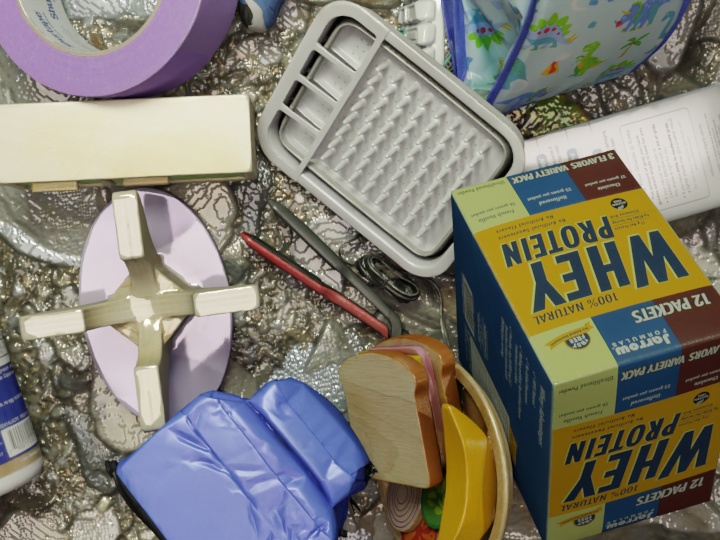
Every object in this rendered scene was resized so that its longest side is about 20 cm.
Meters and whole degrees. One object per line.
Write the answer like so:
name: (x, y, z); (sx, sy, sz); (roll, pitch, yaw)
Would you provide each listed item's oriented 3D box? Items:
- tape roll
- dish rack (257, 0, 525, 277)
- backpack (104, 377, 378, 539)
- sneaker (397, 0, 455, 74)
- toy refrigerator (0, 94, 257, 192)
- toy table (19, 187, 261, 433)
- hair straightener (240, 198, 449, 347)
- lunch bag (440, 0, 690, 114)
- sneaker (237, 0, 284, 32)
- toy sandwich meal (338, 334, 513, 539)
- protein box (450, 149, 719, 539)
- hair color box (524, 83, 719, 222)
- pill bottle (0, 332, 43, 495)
tape roll: (-0.197, -0.236, 0.919); (0.200, 0.066, 0.200); (2, 96, 19)
dish rack: (0.027, -0.106, 0.940); (0.200, 0.044, 0.172); (40, 130, 5)
backpack: (-0.075, 0.174, 0.920); (0.168, 0.200, 0.163); (-34, 80, -6)
sneaker: (0.083, -0.245, 0.968); (0.091, 0.078, 0.200); (2, 98, -18)
toy refrigerator: (-0.186, -0.100, 0.955); (0.200, 0.076, 0.070); (-2, 90, -3)
toy table: (-0.169, 0.032, 0.949); (0.184, 0.117, 0.200); (-19, 94, -1)
hair straightener: (0.000, 0.000, 0.989); (0.200, 0.041, 0.077); (36, 92, -4)
lunch bag: (0.161, -0.218, 0.904); (0.170, 0.127, 0.200); (-18, 138, -21)
sneaker: (-0.044, -0.285, 0.948); (0.077, 0.076, 0.200); (22, 95, 1)
toy sandwich meal: (0.045, 0.152, 0.932); (0.070, 0.205, 0.206); (-3, 95, -31)
protein box: (0.164, 0.058, 0.875); (0.135, 0.200, 0.199); (-15, 135, -8)
hair color box: (0.209, -0.079, 0.982); (0.200, 0.061, 0.099); (-16, 94, -2)
pill bottle: (-0.340, 0.087, 0.946); (0.116, 0.116, 0.200); (-17, 94, -1)
